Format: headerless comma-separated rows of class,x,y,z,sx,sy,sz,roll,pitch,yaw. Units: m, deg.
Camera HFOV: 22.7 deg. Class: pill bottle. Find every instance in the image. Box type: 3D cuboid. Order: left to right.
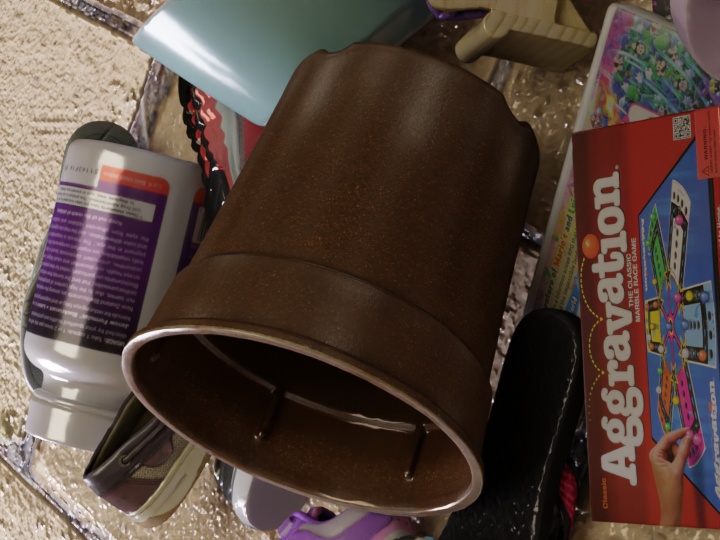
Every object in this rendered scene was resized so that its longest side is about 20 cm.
pill bottle,-0.165,0.020,1.212,0.111,0.111,0.201,11,88,48

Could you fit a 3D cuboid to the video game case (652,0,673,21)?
video game case,0.230,-0.194,0.895,0.199,0.036,0.182,-18,67,44

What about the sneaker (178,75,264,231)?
sneaker,-0.059,-0.071,1.143,0.074,0.086,0.201,111,148,-63

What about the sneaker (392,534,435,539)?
sneaker,0.039,0.236,0.909,0.075,0.086,0.201,-20,84,48

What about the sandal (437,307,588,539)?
sandal,0.090,0.121,0.958,0.075,0.045,0.201,21,94,50

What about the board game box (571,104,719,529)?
board game box,0.150,0.025,0.885,0.103,0.019,0.201,-7,85,54

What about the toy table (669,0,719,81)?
toy table,0.221,-0.137,0.750,0.117,0.183,0.201,-111,33,-47

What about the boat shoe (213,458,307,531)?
boat shoe,-0.044,0.061,1.103,0.057,0.068,0.201,32,106,47

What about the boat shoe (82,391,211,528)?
boat shoe,-0.110,0.064,1.145,0.072,0.065,0.201,11,70,58

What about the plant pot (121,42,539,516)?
plant pot,0.000,0.000,0.967,0.200,0.200,0.199,-9,50,46

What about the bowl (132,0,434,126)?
bowl,-0.029,-0.160,1.078,0.201,0.201,0.105,-34,96,37

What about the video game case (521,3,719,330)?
video game case,0.165,-0.013,0.900,0.182,0.024,0.201,35,118,47

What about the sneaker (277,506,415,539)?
sneaker,-0.035,0.189,1.058,0.200,0.080,0.089,-29,53,34

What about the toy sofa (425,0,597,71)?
toy sofa,0.091,-0.217,0.989,0.083,0.097,0.201,161,119,-82

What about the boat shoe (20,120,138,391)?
boat shoe,-0.200,-0.006,1.297,0.065,0.074,0.203,162,116,-84
